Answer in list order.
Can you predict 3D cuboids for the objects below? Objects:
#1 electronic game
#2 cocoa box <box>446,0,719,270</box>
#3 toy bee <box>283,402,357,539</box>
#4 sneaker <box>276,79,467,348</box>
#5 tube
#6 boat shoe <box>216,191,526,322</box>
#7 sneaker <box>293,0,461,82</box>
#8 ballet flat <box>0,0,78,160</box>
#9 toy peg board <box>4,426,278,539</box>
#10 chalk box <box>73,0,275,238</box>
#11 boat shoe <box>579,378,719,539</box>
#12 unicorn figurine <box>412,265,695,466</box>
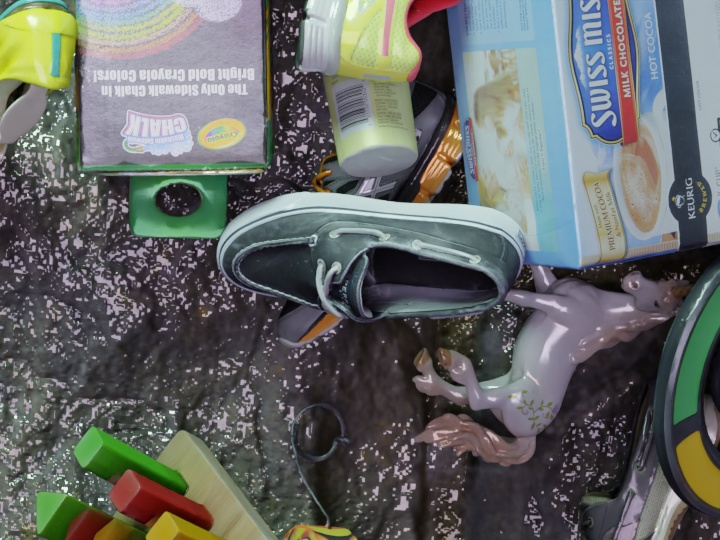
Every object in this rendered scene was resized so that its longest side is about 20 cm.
[{"bbox_3d":[0.260,0.064,1.472,0.200,0.042,0.201,-16,116,-37],"label":"electronic game"},{"bbox_3d":[0.145,-0.109,1.429,0.131,0.133,0.201,-10,98,-27],"label":"cocoa box"},{"bbox_3d":[-0.040,0.207,1.499,0.131,0.109,0.201,-14,117,-25],"label":"toy bee"},{"bbox_3d":[-0.003,-0.039,1.494,0.077,0.078,0.200,33,87,-4],"label":"sneaker"},{"bbox_3d":[-0.001,-0.160,1.463,0.058,0.052,0.201,6,65,-38],"label":"tube"},{"bbox_3d":[0.000,0.000,1.405,0.199,0.068,0.072,3,125,16],"label":"boat shoe"},{"bbox_3d":[0.026,-0.197,1.421,0.090,0.078,0.200,18,69,2],"label":"sneaker"},{"bbox_3d":[-0.233,-0.105,1.428,0.067,0.200,0.067,0,73,-34],"label":"ballet flat"},{"bbox_3d":[-0.157,0.217,1.456,0.098,0.199,0.200,32,99,-39],"label":"toy peg board"},{"bbox_3d":[-0.117,-0.122,1.456,0.124,0.124,0.201,0,99,-1],"label":"chalk box"},{"bbox_3d":[0.177,0.166,1.526,0.065,0.072,0.200,26,94,2],"label":"boat shoe"},{"bbox_3d":[0.125,0.043,1.511,0.137,0.074,0.200,26,112,-13],"label":"unicorn figurine"}]
